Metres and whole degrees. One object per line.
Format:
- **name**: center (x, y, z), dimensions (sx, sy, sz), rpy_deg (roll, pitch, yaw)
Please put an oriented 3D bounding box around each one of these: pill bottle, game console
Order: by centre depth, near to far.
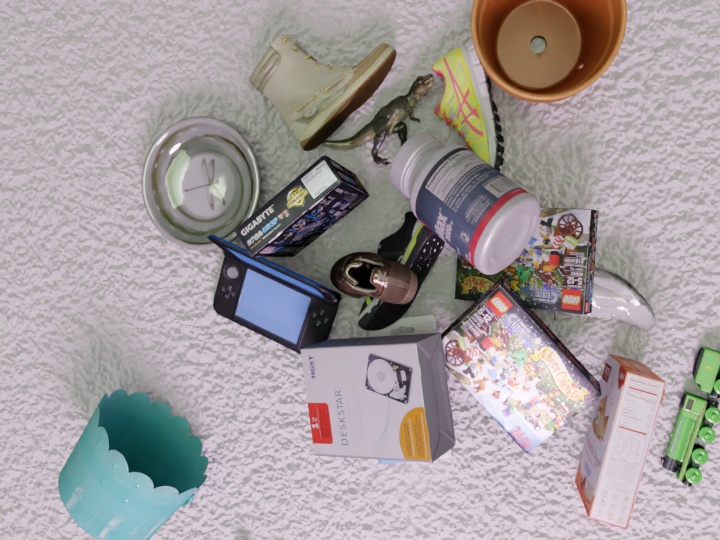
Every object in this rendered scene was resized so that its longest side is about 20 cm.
- **pill bottle**: center (0.136, -0.100, 0.961), dimensions (0.200, 0.119, 0.121), rpy_deg (43, 100, 31)
- **game console**: center (-0.138, 0.044, 1.036), dimensions (0.196, 0.118, 0.174), rpy_deg (24, 114, 8)

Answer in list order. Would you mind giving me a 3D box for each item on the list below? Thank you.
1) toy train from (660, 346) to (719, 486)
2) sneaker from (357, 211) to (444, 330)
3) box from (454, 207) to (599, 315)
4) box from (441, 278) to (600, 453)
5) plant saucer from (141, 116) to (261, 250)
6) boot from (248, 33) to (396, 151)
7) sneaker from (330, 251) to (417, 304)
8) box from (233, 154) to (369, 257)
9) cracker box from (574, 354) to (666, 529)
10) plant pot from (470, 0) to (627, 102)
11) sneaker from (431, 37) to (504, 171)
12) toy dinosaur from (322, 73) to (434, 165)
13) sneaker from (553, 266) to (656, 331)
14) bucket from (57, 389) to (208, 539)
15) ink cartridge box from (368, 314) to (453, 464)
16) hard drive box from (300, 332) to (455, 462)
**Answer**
- **toy train**: center (0.483, 0.207, 1.002), dimensions (0.055, 0.042, 0.205), rpy_deg (17, 96, 18)
- **sneaker**: center (0.053, -0.003, 1.059), dimensions (0.083, 0.071, 0.202), rpy_deg (42, 100, 38)
- **box**: center (0.230, -0.019, 0.988), dimensions (0.196, 0.037, 0.141), rpy_deg (5, 94, 37)
- **box**: center (0.212, 0.132, 0.966), dimensions (0.200, 0.038, 0.137), rpy_deg (46, 112, 0)
- **plant saucer**: center (-0.244, -0.134, 1.098), dimensions (0.194, 0.050, 0.207), rpy_deg (0, 93, 9)
- **boot**: center (-0.057, -0.302, 1.049), dimensions (0.199, 0.072, 0.155), rpy_deg (-42, 80, 4)
- **sneaker**: center (0.000, 0.000, 0.999), dimensions (0.074, 0.198, 0.072), rpy_deg (21, 82, -33)
- **box**: center (-0.075, -0.084, 0.996), dimensions (0.158, 0.200, 0.046), rpy_deg (-38, 84, 10)
- **cracker box**: center (0.357, 0.231, 0.975), dimensions (0.056, 0.134, 0.206), rpy_deg (14, 95, 9)
- **plant pot**: center (0.248, -0.325, 0.960), dimensions (0.194, 0.140, 0.207), rpy_deg (1, 93, 9)
- **sneaker**: center (0.155, -0.224, 1.021), dimensions (0.088, 0.078, 0.206), rpy_deg (-13, 85, 18)
- **toy dinosaur**: center (0.040, -0.207, 1.047), dimensions (0.197, 0.047, 0.090), rpy_deg (-31, 74, 16)
- **sneaker**: center (0.324, 0.039, 1.008), dimensions (0.198, 0.078, 0.101), rpy_deg (34, 105, 15)
- **bucket**: center (-0.346, 0.301, 1.068), dimensions (0.206, 0.207, 0.136), rpy_deg (42, 101, 5)
- **ink cartridge box**: center (0.071, 0.177, 1.054), dimensions (0.112, 0.067, 0.206), rpy_deg (-8, 92, 11)
- **hard drive box**: center (0.022, 0.176, 0.980), dimensions (0.196, 0.076, 0.161), rpy_deg (-8, 91, 35)
